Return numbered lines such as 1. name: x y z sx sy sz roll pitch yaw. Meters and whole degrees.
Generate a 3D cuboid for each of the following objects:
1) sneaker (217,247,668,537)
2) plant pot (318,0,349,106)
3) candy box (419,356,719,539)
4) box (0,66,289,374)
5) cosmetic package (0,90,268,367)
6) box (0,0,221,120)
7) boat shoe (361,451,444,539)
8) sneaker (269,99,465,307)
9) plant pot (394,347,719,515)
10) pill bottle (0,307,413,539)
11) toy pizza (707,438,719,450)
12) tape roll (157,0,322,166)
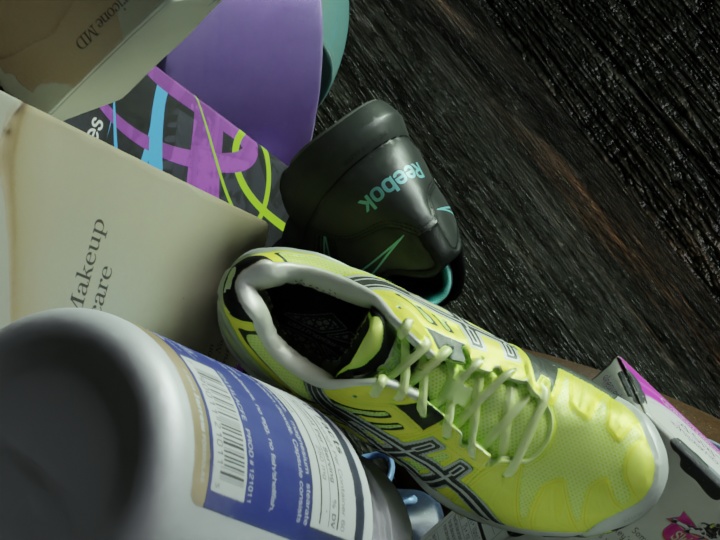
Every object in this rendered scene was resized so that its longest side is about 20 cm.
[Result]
1. sneaker: 0.027 0.052 0.957 0.199 0.076 0.076 22 -4 10
2. plant pot: -0.097 -0.169 1.476 0.200 0.200 0.162 32 32 -51
3. candy box: 0.090 0.155 1.040 0.136 0.200 0.061 43 13 -21
4. box: -0.110 -0.020 1.085 0.036 0.144 0.200 1 -25 43
5. cosmetic package: -0.129 -0.002 0.965 0.073 0.104 0.200 8 -9 33
6. box: -0.147 -0.167 0.979 0.200 0.095 0.078 51 27 4
7. boat shoe: 0.013 0.130 1.169 0.200 0.069 0.084 37 15 -39
8. sneaker: 0.000 0.000 1.063 0.079 0.075 0.200 49 -16 12
9. plant pot: 0.111 0.127 1.319 0.200 0.187 0.187 38 4 39
10. pill bottle: -0.065 0.093 0.905 0.116 0.116 0.200 54 13 31
11. toy pizza: 0.127 0.173 1.171 0.032 0.201 0.200 23 -8 44
12. tape roll: -0.095 -0.114 1.236 0.084 0.201 0.200 0 35 -23
